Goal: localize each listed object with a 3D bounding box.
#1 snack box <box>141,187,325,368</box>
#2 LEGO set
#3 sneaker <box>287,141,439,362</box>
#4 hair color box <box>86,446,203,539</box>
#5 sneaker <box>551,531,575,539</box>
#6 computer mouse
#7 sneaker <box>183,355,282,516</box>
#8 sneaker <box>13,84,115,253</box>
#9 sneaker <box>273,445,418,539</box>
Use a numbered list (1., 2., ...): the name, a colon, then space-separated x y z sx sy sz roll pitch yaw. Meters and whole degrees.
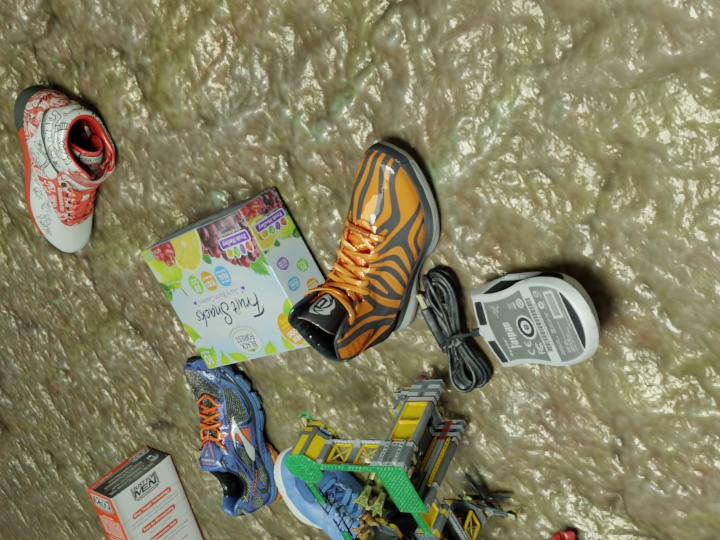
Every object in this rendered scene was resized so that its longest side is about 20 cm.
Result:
1. snack box: -0.118 0.014 1.137 0.199 0.053 0.143 -17 106 53
2. LEGO set: 0.037 0.177 1.040 0.153 0.116 0.200 -13 123 40
3. sneaker: 0.000 0.000 0.944 0.077 0.112 0.201 29 137 30
4. hair color box: -0.270 0.343 1.530 0.061 0.101 0.201 9 124 44
5. sneaker: 0.168 0.264 1.014 0.199 0.077 0.086 1 108 40
6. computer mouse: 0.121 0.040 0.902 0.199 0.044 0.110 -11 105 57
7. sneaker: -0.145 0.184 1.281 0.075 0.078 0.201 -5 115 49
8. sneaker: -0.308 -0.092 1.254 0.108 0.067 0.203 24 132 38
9. sneaker: 0.004 0.244 1.160 0.200 0.077 0.111 50 150 -1
